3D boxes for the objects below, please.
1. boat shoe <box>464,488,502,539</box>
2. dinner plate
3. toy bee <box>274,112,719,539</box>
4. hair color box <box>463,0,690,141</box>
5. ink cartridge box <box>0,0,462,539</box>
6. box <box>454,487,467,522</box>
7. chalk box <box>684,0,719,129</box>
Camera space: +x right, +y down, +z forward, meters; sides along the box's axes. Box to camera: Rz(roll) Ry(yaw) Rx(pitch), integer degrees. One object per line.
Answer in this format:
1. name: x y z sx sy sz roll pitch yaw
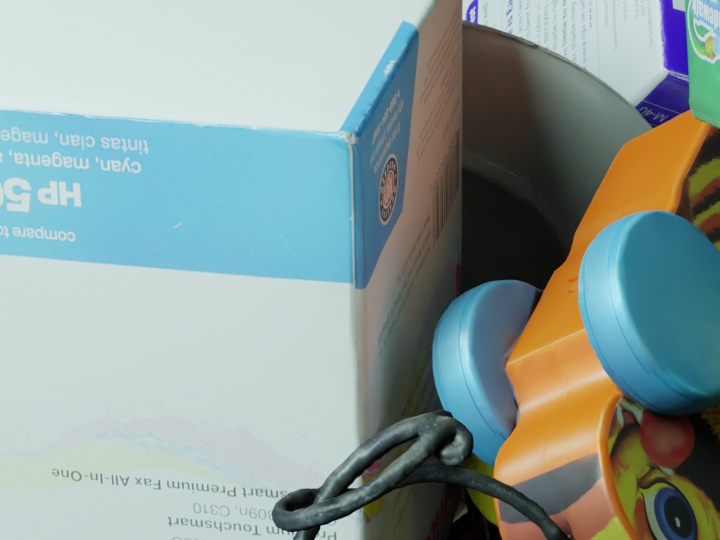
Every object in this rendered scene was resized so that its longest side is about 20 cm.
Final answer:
1. boat shoe: 0.071 0.090 0.764 0.070 0.070 0.200 -26 47 4
2. dinner plate: 0.000 0.000 0.857 0.200 0.200 0.024 -52 26 42
3. toy bee: 0.063 0.047 0.696 0.200 0.109 0.131 -38 11 -28
4. hair color box: 0.066 -0.047 0.919 0.200 0.065 0.110 -43 37 48
5. ink cartridge box: -0.044 0.024 0.764 0.129 0.125 0.201 -63 -25 -60
6. box: -0.008 0.051 1.079 0.200 0.021 0.164 -43 37 51
7. chalk box: 0.144 -0.084 0.626 0.124 0.124 0.201 -135 41 -73
